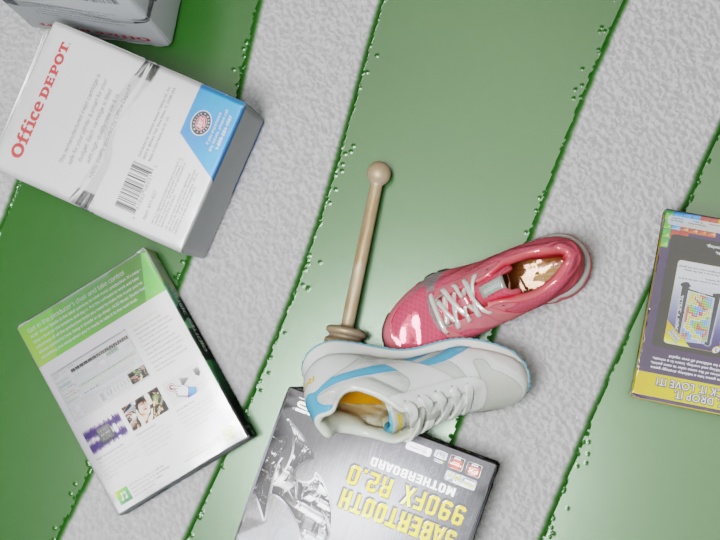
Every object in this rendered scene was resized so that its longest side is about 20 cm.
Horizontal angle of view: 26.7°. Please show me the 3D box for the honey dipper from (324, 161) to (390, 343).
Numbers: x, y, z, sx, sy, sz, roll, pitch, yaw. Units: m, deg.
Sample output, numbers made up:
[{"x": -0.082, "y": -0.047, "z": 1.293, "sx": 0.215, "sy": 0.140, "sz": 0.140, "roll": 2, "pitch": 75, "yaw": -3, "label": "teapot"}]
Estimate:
[{"x": 0.000, "y": 0.000, "z": 1.369, "sx": 0.038, "sy": 0.038, "sz": 0.201, "roll": 12, "pitch": 84, "yaw": 9, "label": "honey dipper"}]

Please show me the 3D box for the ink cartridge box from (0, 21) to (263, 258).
[{"x": -0.211, "y": -0.118, "z": 1.382, "sx": 0.199, "sy": 0.084, "sz": 0.147, "roll": 24, "pitch": 90, "yaw": 10, "label": "ink cartridge box"}]

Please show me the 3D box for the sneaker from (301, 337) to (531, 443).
[{"x": 0.050, "y": 0.109, "z": 1.307, "sx": 0.199, "sy": 0.077, "sz": 0.081, "roll": -2, "pitch": 40, "yaw": -5, "label": "sneaker"}]

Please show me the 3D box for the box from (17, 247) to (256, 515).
[{"x": -0.205, "y": 0.101, "z": 1.392, "sx": 0.144, "sy": 0.036, "sz": 0.201, "roll": -30, "pitch": 83, "yaw": 5, "label": "box"}]

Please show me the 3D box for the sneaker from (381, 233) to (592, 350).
[{"x": 0.105, "y": 0.017, "z": 1.323, "sx": 0.199, "sy": 0.087, "sz": 0.074, "roll": -26, "pitch": 81, "yaw": 6, "label": "sneaker"}]

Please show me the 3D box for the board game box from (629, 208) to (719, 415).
[{"x": 0.343, "y": 0.047, "z": 1.300, "sx": 0.199, "sy": 0.057, "sz": 0.166, "roll": 11, "pitch": 90, "yaw": 9, "label": "board game box"}]

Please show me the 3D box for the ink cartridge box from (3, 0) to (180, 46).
[{"x": -0.251, "y": -0.273, "z": 1.344, "sx": 0.144, "sy": 0.200, "sz": 0.084, "roll": 10, "pitch": 83, "yaw": 9, "label": "ink cartridge box"}]

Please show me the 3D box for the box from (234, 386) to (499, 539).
[{"x": 0.004, "y": 0.210, "z": 1.344, "sx": 0.199, "sy": 0.048, "sz": 0.159, "roll": 20, "pitch": 89, "yaw": 10, "label": "box"}]
